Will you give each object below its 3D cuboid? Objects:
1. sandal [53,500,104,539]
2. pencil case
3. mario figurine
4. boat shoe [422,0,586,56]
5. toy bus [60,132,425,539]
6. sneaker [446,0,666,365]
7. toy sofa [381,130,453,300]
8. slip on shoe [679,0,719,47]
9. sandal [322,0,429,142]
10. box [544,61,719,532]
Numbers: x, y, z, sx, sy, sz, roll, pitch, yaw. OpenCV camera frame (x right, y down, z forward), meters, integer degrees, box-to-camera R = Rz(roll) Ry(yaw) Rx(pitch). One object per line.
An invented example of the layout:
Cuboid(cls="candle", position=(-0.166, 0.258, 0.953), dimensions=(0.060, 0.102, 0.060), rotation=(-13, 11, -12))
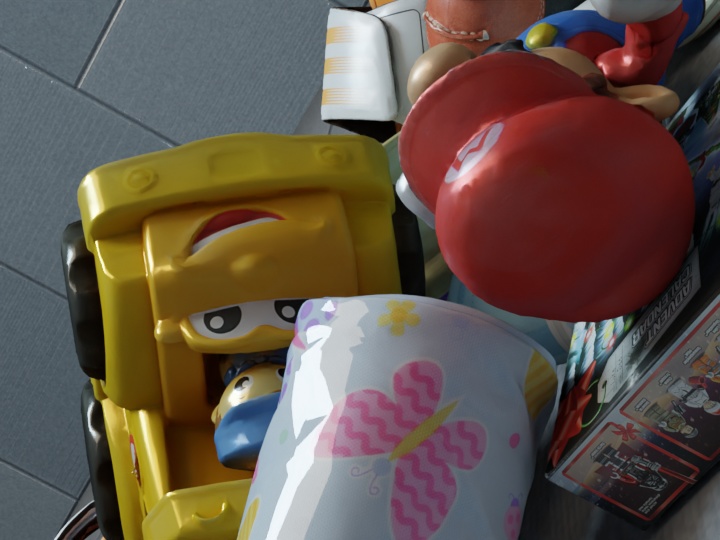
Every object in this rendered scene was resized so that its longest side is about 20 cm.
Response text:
Cuboid(cls="sandal", position=(-0.142, 0.161, 0.989), dimensions=(0.207, 0.059, 0.079), rotation=(148, 139, -64))
Cuboid(cls="pencil case", position=(0.003, 0.107, 0.535), dimensions=(0.083, 0.090, 0.201), rotation=(132, 153, -68))
Cuboid(cls="mario figurine", position=(0.053, -0.061, 0.554), dimensions=(0.200, 0.106, 0.124), rotation=(-60, -33, -64))
Cuboid(cls="boat shoe", position=(0.102, -0.143, 0.841), dimensions=(0.200, 0.071, 0.063), rotation=(-33, -49, -39))
Cuboid(cls="toy bus", position=(-0.033, 0.078, 0.652), dimensions=(0.192, 0.135, 0.200), rotation=(-103, 9, -46))
Cuboid(cls="sneaker", position=(0.069, -0.039, 0.710), dimensions=(0.082, 0.074, 0.200), rotation=(-16, 32, 27))
Cuboid(cls="toy sofa", position=(0.000, 0.000, 0.817), dimensions=(0.083, 0.098, 0.200), rotation=(-35, 7, -31))
Cuboid(cls="slip on shoe", position=(0.165, -0.177, 0.752), dimensions=(0.061, 0.074, 0.200), rotation=(-14, -40, -43))
Cuboid(cls="sandal", position=(0.016, -0.069, 0.870), dimensions=(0.079, 0.059, 0.207), rotation=(172, 88, -71))
Cuboid(cls="box", position=(0.128, -0.033, 0.527), dimensions=(0.200, 0.040, 0.137), rotation=(-55, 11, 40))
